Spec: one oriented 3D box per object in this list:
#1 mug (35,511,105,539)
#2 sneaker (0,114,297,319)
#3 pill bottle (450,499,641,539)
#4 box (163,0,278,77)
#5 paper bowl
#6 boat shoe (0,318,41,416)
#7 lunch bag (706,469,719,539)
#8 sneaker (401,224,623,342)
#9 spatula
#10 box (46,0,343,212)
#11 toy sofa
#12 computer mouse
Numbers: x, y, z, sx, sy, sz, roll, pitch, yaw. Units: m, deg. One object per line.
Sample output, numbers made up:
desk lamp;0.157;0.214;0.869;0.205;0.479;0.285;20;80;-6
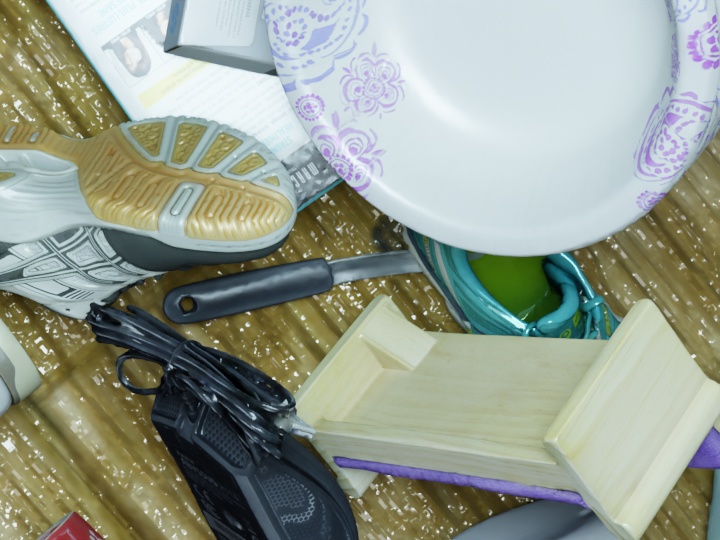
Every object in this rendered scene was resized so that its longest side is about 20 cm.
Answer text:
mug;-0.123;0.236;0.918;0.200;0.133;0.178;49;48;-2
sneaker;-0.114;-0.020;0.907;0.200;0.076;0.088;6;131;27
pill bottle;0.111;0.219;0.947;0.109;0.109;0.200;-21;96;0
box;0.020;-0.159;0.906;0.200;0.041;0.156;10;89;-17
paper bowl;0.068;-0.115;0.814;0.201;0.104;0.201;14;121;24
boat shoe;-0.240;-0.003;0.914;0.068;0.075;0.200;-40;87;-18
lunch bag;0.217;0.123;0.916;0.077;0.160;0.200;3;97;-3
sneaker;0.091;0.031;0.933;0.078;0.080;0.200;-43;110;-4
spatula;0.000;0.000;0.963;0.200;0.021;0.057;-12;102;0
box;-0.087;-0.111;0.933;0.082;0.049;0.200;-35;96;1
toy sofa;0.068;0.073;0.878;0.083;0.200;0.098;-51;119;-26
computer mouse;-0.044;0.093;0.914;0.053;0.138;0.200;-41;135;-21
